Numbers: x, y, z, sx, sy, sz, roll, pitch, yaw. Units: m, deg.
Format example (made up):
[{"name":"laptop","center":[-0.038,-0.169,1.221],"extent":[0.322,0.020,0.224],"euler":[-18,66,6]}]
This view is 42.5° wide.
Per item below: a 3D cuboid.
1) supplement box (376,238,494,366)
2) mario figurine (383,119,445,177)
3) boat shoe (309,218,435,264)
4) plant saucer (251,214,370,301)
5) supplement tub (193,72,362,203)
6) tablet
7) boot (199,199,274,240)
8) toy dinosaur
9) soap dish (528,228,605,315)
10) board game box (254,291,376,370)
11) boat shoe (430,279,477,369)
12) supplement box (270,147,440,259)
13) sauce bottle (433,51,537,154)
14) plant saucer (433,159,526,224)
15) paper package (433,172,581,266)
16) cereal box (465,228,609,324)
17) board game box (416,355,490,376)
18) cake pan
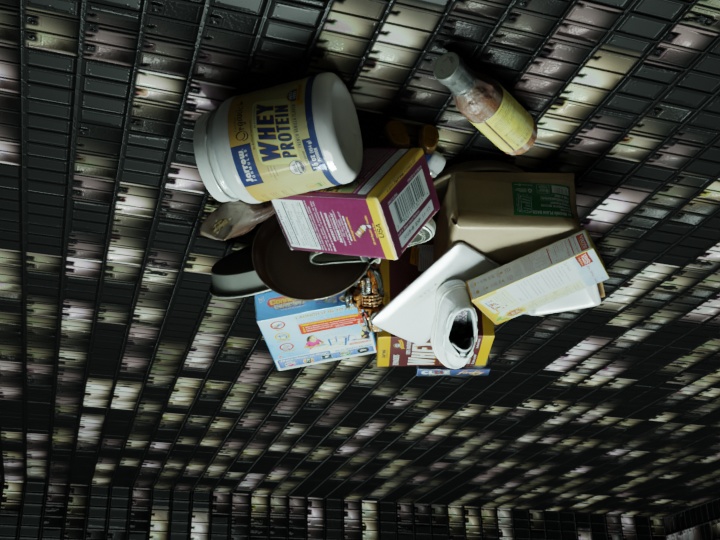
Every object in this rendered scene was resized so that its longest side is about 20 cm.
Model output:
[{"name":"supplement box","center":[0.124,0.052,1.628],"extent":[0.195,0.201,0.133],"euler":[0,154,0]},{"name":"mario figurine","center":[0.049,-0.150,1.391],"extent":[0.122,0.106,0.201],"euler":[34,141,9]},{"name":"boat shoe","center":[0.017,-0.040,1.379],"extent":[0.196,0.065,0.071],"euler":[-7,144,21]},{"name":"plant saucer","center":[-0.071,-0.030,1.449],"extent":[0.196,0.203,0.032],"euler":[-4,145,6]},{"name":"supplement tub","center":[-0.108,-0.171,1.233],"extent":[0.196,0.147,0.145],"euler":[-11,152,18]},{"name":"tablet","center":[0.124,0.041,1.448],"extent":[0.129,0.014,0.200],"euler":[25,123,-40]},{"name":"boot","center":[-0.198,-0.074,1.387],"extent":[0.185,0.065,0.200],"euler":[-30,-172,27]},{"name":"toy dinosaur","center":[0.000,0.000,1.525],"extent":[0.100,0.204,0.135],"euler":[10,167,-26]},{"name":"soap dish","center":[0.353,0.003,1.673],"extent":[0.154,0.083,0.200],"euler":[-9,153,17]},{"name":"board game box","center":[-0.077,0.099,1.690],"extent":[0.196,0.057,0.197],"euler":[-10,147,1]},{"name":"boat shoe","center":[0.156,0.102,1.463],"extent":[0.070,0.069,0.202],"euler":[-9,138,-11]},{"name":"supplement box","center":[-0.009,-0.098,1.301],"extent":[0.197,0.131,0.105],"euler":[7,131,38]},{"name":"sauce bottle","center":[0.167,-0.223,1.232],"extent":[0.065,0.067,0.199],"euler":[-18,149,30]},{"name":"plant saucer","center":[0.188,-0.119,1.481],"extent":[0.195,0.030,0.201],"euler":[-1,153,0]},{"name":"paper package","center":[0.223,-0.065,1.445],"extent":[0.195,0.105,0.191],"euler":[2,154,-4]},{"name":"cereal box","center":[0.274,0.014,1.423],"extent":[0.197,0.040,0.144],"euler":[-24,153,15]},{"name":"board game box","center":[0.165,0.093,1.708],"extent":[0.132,0.204,0.035],"euler":[-1,154,-1]},{"name":"cake pan","center":[-0.163,-0.010,1.549],"extent":[0.196,0.037,0.201],"euler":[-14,-163,4]}]
